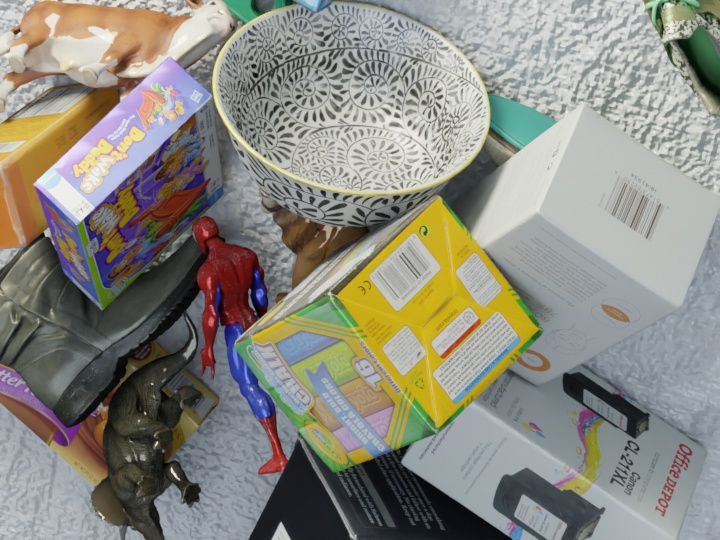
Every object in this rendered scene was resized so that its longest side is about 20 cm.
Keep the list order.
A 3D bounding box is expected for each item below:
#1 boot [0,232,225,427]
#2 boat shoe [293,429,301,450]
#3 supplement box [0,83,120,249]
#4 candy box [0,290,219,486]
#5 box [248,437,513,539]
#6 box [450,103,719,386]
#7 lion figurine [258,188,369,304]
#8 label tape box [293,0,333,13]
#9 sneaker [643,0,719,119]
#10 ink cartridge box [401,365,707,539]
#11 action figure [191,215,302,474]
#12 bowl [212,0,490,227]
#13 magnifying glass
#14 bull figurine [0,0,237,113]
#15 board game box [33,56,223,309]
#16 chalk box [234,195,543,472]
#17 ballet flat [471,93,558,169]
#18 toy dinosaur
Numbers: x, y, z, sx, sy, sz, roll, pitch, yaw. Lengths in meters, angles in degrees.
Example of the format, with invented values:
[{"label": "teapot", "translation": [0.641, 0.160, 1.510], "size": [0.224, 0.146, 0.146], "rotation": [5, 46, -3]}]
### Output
[{"label": "boot", "translation": [-0.211, 0.013, 1.763], "size": [0.131, 0.068, 0.200], "rotation": [43, 87, 3]}, {"label": "boat shoe", "translation": [-0.027, 0.137, 1.791], "size": [0.067, 0.072, 0.201], "rotation": [23, 115, 37]}, {"label": "supplement box", "translation": [-0.242, -0.081, 1.693], "size": [0.068, 0.200, 0.067], "rotation": [-5, 111, 25]}, {"label": "candy box", "translation": [-0.228, 0.085, 1.842], "size": [0.200, 0.056, 0.117], "rotation": [42, 117, -4]}, {"label": "box", "translation": [0.017, 0.242, 1.736], "size": [0.199, 0.118, 0.197], "rotation": [7, 124, -33]}, {"label": "box", "translation": [0.141, -0.013, 1.589], "size": [0.124, 0.098, 0.200], "rotation": [33, 150, -13]}, {"label": "lion figurine", "translation": [0.000, 0.000, 1.704], "size": [0.200, 0.072, 0.123], "rotation": [37, 125, 18]}, {"label": "label tape box", "translation": [-0.074, -0.300, 1.610], "size": [0.199, 0.063, 0.145], "rotation": [33, 109, 2]}, {"label": "sneaker", "translation": [0.223, -0.189, 1.552], "size": [0.077, 0.089, 0.201], "rotation": [-29, 100, 27]}, {"label": "ink cartridge box", "translation": [0.149, 0.140, 1.686], "size": [0.199, 0.146, 0.083], "rotation": [33, 118, 2]}, {"label": "action figure", "translation": [-0.089, 0.054, 1.727], "size": [0.052, 0.065, 0.201], "rotation": [-11, 98, 51]}, {"label": "bowl", "translation": [-0.012, -0.095, 1.628], "size": [0.200, 0.201, 0.094], "rotation": [21, 137, 9]}, {"label": "magnifying glass", "translation": [-0.068, -0.192, 1.688], "size": [0.079, 0.022, 0.201], "rotation": [-24, 103, 26]}, {"label": "bull figurine", "translation": [-0.186, -0.162, 1.683], "size": [0.199, 0.121, 0.065], "rotation": [4, 125, 31]}, {"label": "board game box", "translation": [-0.166, -0.060, 1.652], "size": [0.045, 0.200, 0.134], "rotation": [42, 76, 12]}, {"label": "chalk box", "translation": [0.007, 0.053, 1.584], "size": [0.124, 0.124, 0.200], "rotation": [51, 149, -6]}, {"label": "ballet flat", "translation": [0.158, -0.061, 1.644], "size": [0.199, 0.067, 0.063], "rotation": [26, 124, 7]}, {"label": "toy dinosaur", "translation": [-0.172, 0.130, 1.768], "size": [0.102, 0.077, 0.201], "rotation": [12, 103, 48]}]
